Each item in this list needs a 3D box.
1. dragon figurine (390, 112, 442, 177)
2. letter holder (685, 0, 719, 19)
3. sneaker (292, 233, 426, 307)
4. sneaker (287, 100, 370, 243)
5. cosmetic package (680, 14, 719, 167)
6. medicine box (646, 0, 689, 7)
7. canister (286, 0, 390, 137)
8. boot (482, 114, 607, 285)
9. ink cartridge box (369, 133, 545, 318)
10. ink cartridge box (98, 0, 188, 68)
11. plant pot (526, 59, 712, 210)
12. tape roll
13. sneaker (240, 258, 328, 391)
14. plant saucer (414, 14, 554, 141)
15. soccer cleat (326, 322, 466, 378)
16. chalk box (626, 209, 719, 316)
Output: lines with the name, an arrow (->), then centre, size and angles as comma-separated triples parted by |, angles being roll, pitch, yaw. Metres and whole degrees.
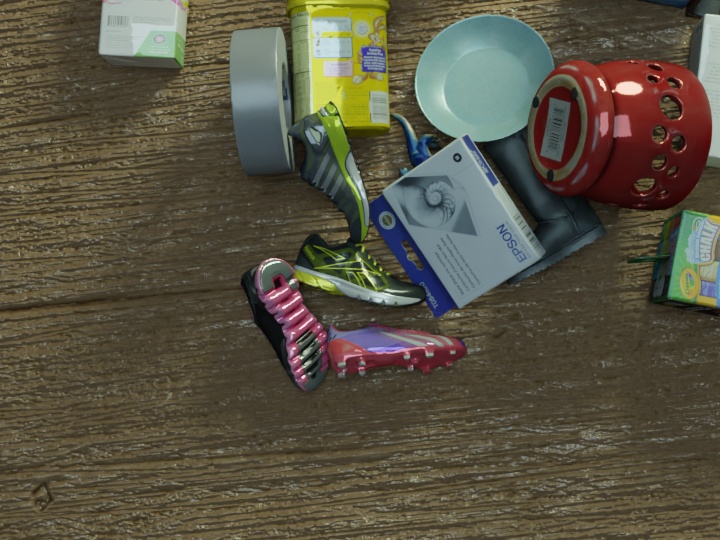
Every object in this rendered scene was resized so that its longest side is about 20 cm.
dragon figurine -> 0.089, -0.138, 1.588 | 0.200, 0.059, 0.100 | 42, 88, 4
letter holder -> 0.537, -0.462, 1.547 | 0.100, 0.142, 0.202 | 12, 87, 4
sneaker -> 0.000, 0.000, 1.574 | 0.198, 0.074, 0.085 | 14, 87, 4
sneaker -> -0.040, -0.129, 1.538 | 0.080, 0.074, 0.201 | -18, 106, 2
cosmetic package -> 0.516, -0.250, 1.567 | 0.100, 0.071, 0.202 | 8, 86, 4
medicine box -> 0.389, -0.456, 1.525 | 0.181, 0.200, 0.104 | 12, 86, 4
canister -> -0.030, -0.296, 1.589 | 0.147, 0.087, 0.202 | -2, 87, -8
boot -> 0.233, -0.102, 1.573 | 0.164, 0.066, 0.201 | -29, 87, -7
ink cartridge box -> 0.121, -0.053, 1.535 | 0.199, 0.041, 0.200 | -34, 91, 30
ink cartridge box -> -0.313, -0.405, 1.627 | 0.116, 0.067, 0.202 | 4, 87, 4
plant pot -> 0.337, -0.182, 1.479 | 0.181, 0.200, 0.202 | 0, 85, -26
tape roll -> -0.133, -0.233, 1.538 | 0.066, 0.200, 0.202 | -5, 85, 2
sneaker -> -0.113, 0.078, 1.583 | 0.079, 0.095, 0.201 | -30, 104, -39
plant saucer -> 0.178, -0.269, 1.589 | 0.199, 0.039, 0.203 | -5, 70, 13
soccer cleat -> 0.050, 0.104, 1.570 | 0.198, 0.067, 0.077 | -6, 59, -5
chalk box -> 0.471, -0.008, 1.524 | 0.198, 0.125, 0.125 | 12, 86, 3
